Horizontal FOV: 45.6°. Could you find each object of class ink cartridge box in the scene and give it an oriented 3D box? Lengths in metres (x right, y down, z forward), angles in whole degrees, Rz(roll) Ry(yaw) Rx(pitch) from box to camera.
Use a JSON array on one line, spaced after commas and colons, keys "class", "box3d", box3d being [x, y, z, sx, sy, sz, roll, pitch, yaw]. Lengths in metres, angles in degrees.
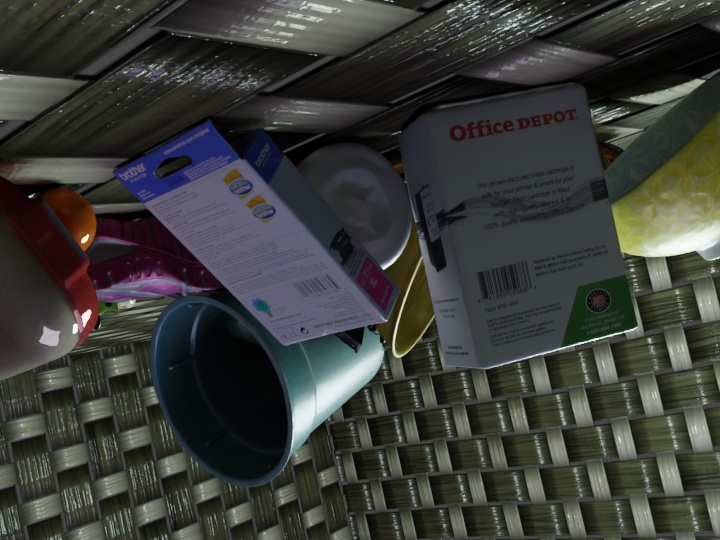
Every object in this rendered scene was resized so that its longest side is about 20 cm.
[{"class": "ink cartridge box", "box3d": [0.124, -0.035, 0.694, 0.144, 0.203, 0.083, -11, 179, -16]}, {"class": "ink cartridge box", "box3d": [-0.074, -0.028, 0.631, 0.118, 0.200, 0.042, -15, -141, 41]}]

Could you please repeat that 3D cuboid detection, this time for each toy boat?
[{"class": "toy boat", "box3d": [-0.239, -0.009, 0.598, 0.199, 0.131, 0.131, -17, -157, 45]}]

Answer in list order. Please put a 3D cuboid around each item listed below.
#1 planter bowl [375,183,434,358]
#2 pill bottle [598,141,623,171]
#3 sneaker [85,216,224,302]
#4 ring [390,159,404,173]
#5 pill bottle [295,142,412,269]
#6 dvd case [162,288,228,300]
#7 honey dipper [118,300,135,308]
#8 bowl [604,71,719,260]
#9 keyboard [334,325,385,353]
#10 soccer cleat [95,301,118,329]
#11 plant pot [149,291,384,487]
[{"class": "planter bowl", "box3d": [0.046, -0.023, 0.850, 0.083, 0.203, 0.200, 26, -172, 16]}, {"class": "pill bottle", "box3d": [0.250, -0.093, 0.971, 0.105, 0.108, 0.199, -17, 175, 41]}, {"class": "sneaker", "box3d": [-0.205, -0.014, 0.813, 0.198, 0.083, 0.088, 0, 170, -36]}, {"class": "ring", "box3d": [0.074, -0.104, 0.857, 0.197, 0.020, 0.200, -14, 175, -1]}, {"class": "pill bottle", "box3d": [-0.044, -0.034, 0.768, 0.109, 0.112, 0.200, -11, 175, -26]}, {"class": "dvd case", "box3d": [-0.229, 0.014, 1.026, 0.147, 0.016, 0.200, 18, 168, -14]}, {"class": "honey dipper", "box3d": [-0.293, 0.031, 1.053, 0.037, 0.039, 0.200, -12, 175, -14]}, {"class": "bowl", "box3d": [0.294, -0.075, 0.743, 0.200, 0.108, 0.200, -45, -178, 2]}, {"class": "keyboard", "box3d": [0.000, 0.000, 0.916, 0.040, 0.104, 0.201, -38, -156, 30]}, {"class": "soccer cleat", "box3d": [-0.324, 0.032, 0.949, 0.067, 0.082, 0.199, -10, 174, -39]}, {"class": "plant pot", "box3d": [-0.085, 0.093, 0.917, 0.199, 0.203, 0.195, -17, -174, 41]}]
